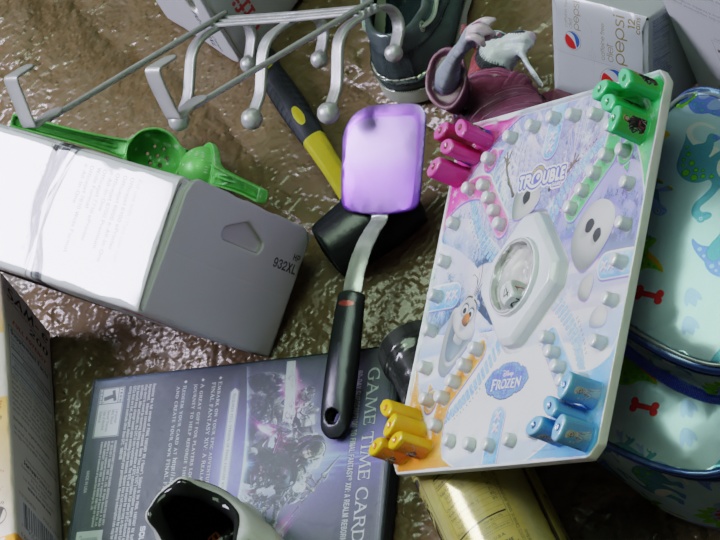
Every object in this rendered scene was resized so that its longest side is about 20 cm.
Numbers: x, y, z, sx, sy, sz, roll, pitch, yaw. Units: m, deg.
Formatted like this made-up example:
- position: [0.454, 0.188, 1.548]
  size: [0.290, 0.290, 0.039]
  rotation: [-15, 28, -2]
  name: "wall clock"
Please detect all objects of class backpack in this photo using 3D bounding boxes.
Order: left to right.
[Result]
- position: [0.186, 0.018, 1.500]
  size: [0.183, 0.147, 0.200]
  rotation: [33, 82, 26]
  name: "backpack"

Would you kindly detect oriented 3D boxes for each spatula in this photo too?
- position: [0.000, 0.000, 1.647]
  size: [0.056, 0.021, 0.201]
  rotation: [1, 69, 30]
  name: "spatula"

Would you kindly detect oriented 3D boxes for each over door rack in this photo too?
- position: [-0.089, -0.110, 1.688]
  size: [0.147, 0.067, 0.199]
  rotation: [-1, 14, 45]
  name: "over door rack"

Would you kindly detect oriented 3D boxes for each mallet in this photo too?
- position: [-0.017, -0.080, 1.748]
  size: [0.066, 0.041, 0.201]
  rotation: [-28, 47, 6]
  name: "mallet"

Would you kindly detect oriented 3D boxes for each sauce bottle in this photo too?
- position: [0.062, 0.111, 1.560]
  size: [0.066, 0.066, 0.201]
  rotation: [-28, 48, 4]
  name: "sauce bottle"

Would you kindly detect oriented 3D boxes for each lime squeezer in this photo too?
- position: [-0.118, -0.070, 1.762]
  size: [0.199, 0.071, 0.038]
  rotation: [18, 80, 32]
  name: "lime squeezer"

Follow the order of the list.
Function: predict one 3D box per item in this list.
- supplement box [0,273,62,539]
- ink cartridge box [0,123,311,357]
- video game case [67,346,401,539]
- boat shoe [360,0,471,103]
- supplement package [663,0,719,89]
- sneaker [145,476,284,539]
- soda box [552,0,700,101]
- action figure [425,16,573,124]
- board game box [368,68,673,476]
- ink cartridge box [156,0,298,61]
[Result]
- position: [-0.249, 0.115, 1.692]
  size: [0.125, 0.074, 0.201]
  rotation: [-18, 51, 11]
  name: "supplement box"
- position: [-0.154, -0.023, 1.689]
  size: [0.199, 0.145, 0.084]
  rotation: [17, 87, 33]
  name: "ink cartridge box"
- position: [-0.072, 0.117, 1.646]
  size: [0.199, 0.019, 0.144]
  rotation: [-7, 56, 19]
  name: "video game case"
- position: [0.038, -0.202, 1.787]
  size: [0.072, 0.062, 0.201]
  rotation: [-4, 56, 21]
  name: "boat shoe"
- position: [0.248, -0.138, 1.556]
  size: [0.109, 0.200, 0.114]
  rotation: [27, 70, 35]
  name: "supplement package"
- position: [-0.047, 0.185, 1.536]
  size: [0.200, 0.080, 0.074]
  rotation: [39, 84, 30]
  name: "sneaker"
- position: [0.192, -0.162, 1.633]
  size: [0.068, 0.064, 0.200]
  rotation: [19, 38, 34]
  name: "soda box"
- position: [0.097, -0.072, 1.670]
  size: [0.200, 0.133, 0.150]
  rotation: [-113, 40, -52]
  name: "action figure"
- position: [0.079, 0.003, 1.484]
  size: [0.200, 0.026, 0.201]
  rotation: [-12, 63, 60]
  name: "board game box"
- position: [-0.064, -0.257, 1.818]
  size: [0.083, 0.145, 0.200]
  rotation: [30, 73, 36]
  name: "ink cartridge box"
